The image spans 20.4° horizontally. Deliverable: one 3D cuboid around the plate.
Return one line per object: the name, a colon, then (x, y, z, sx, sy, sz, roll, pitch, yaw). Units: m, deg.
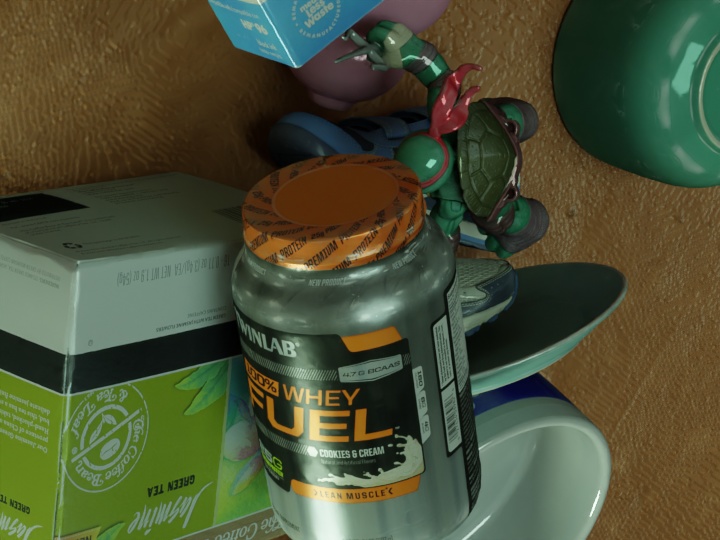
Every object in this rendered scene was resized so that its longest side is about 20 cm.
plate: (0.074, 0.044, 1.252, 0.200, 0.200, 0.026, -25, 105, -24)

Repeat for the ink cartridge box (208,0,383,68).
ink cartridge box: (-0.047, -0.210, 0.923, 0.116, 0.068, 0.200, -41, 123, -16)

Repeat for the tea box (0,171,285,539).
tea box: (-0.138, 0.060, 1.131, 0.200, 0.133, 0.198, -13, 115, -49)

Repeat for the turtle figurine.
turtle figurine: (0.047, -0.061, 1.153, 0.200, 0.100, 0.150, 3, 98, -61)

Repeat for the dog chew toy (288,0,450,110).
dog chew toy: (0.008, -0.193, 1.188, 0.124, 0.124, 0.201, 4, 112, -34)

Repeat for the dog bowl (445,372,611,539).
dog bowl: (0.065, 0.154, 1.319, 0.200, 0.079, 0.201, -24, 138, -24)

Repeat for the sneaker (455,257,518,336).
sneaker: (0.000, 0.000, 1.232, 0.199, 0.077, 0.086, -4, 108, -7)

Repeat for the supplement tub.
supplement tub: (-0.003, 0.046, 1.087, 0.122, 0.122, 0.201, -24, 122, -25)

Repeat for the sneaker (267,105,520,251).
sneaker: (0.025, -0.072, 1.266, 0.200, 0.074, 0.083, 19, 89, -41)

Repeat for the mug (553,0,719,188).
mug: (0.215, -0.143, 1.337, 0.152, 0.114, 0.185, -45, 125, -13)
